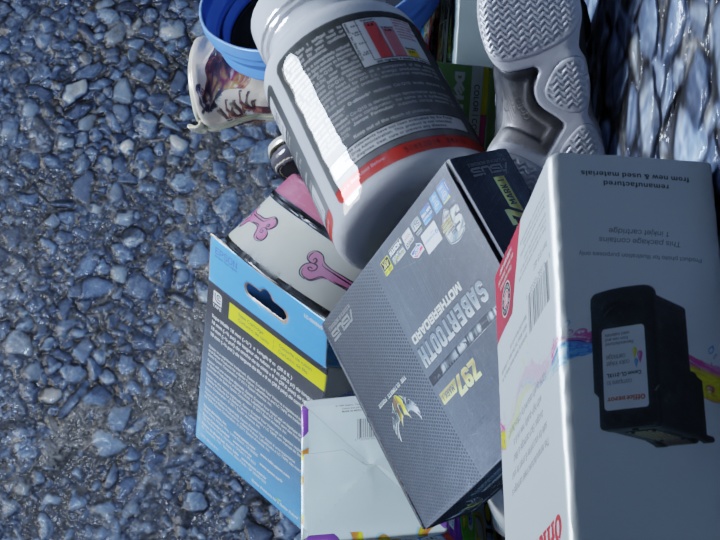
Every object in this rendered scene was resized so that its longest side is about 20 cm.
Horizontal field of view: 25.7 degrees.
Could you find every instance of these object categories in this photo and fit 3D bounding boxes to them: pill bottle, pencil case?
[{"bbox_3d":[0.003,-0.107,1.053,0.116,0.116,0.200,101,150,-54],"label":"pill bottle"},{"bbox_3d":[-0.045,-0.159,1.304,0.078,0.200,0.090,79,-174,-68],"label":"pencil case"}]

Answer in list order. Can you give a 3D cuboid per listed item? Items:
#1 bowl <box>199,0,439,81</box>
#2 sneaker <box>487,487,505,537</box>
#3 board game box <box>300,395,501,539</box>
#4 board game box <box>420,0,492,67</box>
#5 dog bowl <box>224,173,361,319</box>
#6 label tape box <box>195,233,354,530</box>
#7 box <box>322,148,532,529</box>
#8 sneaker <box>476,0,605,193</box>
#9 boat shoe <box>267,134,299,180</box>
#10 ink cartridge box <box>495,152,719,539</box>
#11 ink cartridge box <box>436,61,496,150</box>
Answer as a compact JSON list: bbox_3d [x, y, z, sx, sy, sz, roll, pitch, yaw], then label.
[{"bbox_3d":[-0.028,-0.219,1.255,0.201,0.200,0.039,-95,-13,-51],"label":"bowl"},{"bbox_3d":[0.094,0.097,1.093,0.080,0.070,0.200,95,174,-46],"label":"sneaker"},{"bbox_3d":[0.035,0.169,1.148,0.200,0.105,0.103,54,-147,-62],"label":"board game box"},{"bbox_3d":[0.089,-0.163,1.284,0.200,0.064,0.148,-146,59,-83],"label":"board game box"},{"bbox_3d":[0.000,0.000,1.189,0.074,0.200,0.200,-57,8,3],"label":"dog bowl"},{"bbox_3d":[-0.058,0.079,1.226,0.144,0.063,0.200,35,131,35],"label":"label tape box"},{"bbox_3d":[0.063,0.046,0.964,0.158,0.051,0.200,62,144,19],"label":"box"},{"bbox_3d":[0.116,-0.107,0.987,0.114,0.075,0.200,-64,-30,-67],"label":"sneaker"},{"bbox_3d":[0.019,-0.061,1.282,0.073,0.200,0.063,-44,37,53],"label":"boat shoe"},{"bbox_3d":[0.120,0.065,0.769,0.146,0.083,0.200,106,165,-65],"label":"ink cartridge box"},{"bbox_3d":[0.047,-0.099,1.156,0.200,0.059,0.104,-165,79,-68],"label":"ink cartridge box"}]
